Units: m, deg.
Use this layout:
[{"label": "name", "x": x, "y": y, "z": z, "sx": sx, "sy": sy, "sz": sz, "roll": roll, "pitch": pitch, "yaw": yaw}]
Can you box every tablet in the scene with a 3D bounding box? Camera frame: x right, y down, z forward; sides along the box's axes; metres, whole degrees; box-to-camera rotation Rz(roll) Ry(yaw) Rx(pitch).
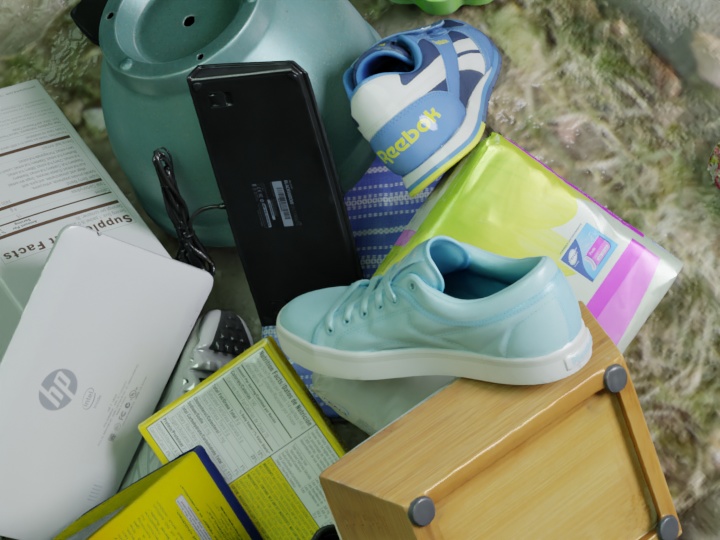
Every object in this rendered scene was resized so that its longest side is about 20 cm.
[{"label": "tablet", "x": -0.176, "y": 0.077, "z": 1.409, "sx": 0.014, "sy": 0.130, "sz": 0.200, "roll": 28, "pitch": 94, "yaw": 44}]

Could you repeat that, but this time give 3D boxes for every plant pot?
[{"label": "plant pot", "x": -0.091, "y": -0.135, "z": 1.487, "sx": 0.200, "sy": 0.134, "sz": 0.201, "roll": -13, "pitch": 53, "yaw": 18}]

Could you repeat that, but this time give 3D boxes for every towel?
[{"label": "towel", "x": 0.000, "y": 0.000, "z": 1.493, "sx": 0.144, "sy": 0.024, "sz": 0.201, "roll": -5, "pitch": 71, "yaw": 22}]

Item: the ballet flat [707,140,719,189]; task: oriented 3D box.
[{"label": "ballet flat", "x": 0.297, "y": -0.048, "z": 1.364, "sx": 0.200, "sy": 0.064, "sz": 0.076, "roll": 25, "pitch": 84, "yaw": 28}]

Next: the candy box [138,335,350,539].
[{"label": "candy box", "x": -0.042, "y": 0.151, "z": 1.408, "sx": 0.102, "sy": 0.026, "sz": 0.200, "roll": -34, "pitch": 90, "yaw": 6}]

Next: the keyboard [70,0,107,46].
[{"label": "keyboard", "x": -0.117, "y": -0.230, "z": 1.622, "sx": 0.200, "sy": 0.040, "sz": 0.104, "roll": -47, "pitch": 39, "yaw": 3}]

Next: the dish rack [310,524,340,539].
[{"label": "dish rack", "x": 0.000, "y": 0.259, "z": 1.312, "sx": 0.153, "sy": 0.055, "sz": 0.200, "roll": 29, "pitch": 42, "yaw": 4}]

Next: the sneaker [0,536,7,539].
[{"label": "sneaker", "x": -0.230, "y": 0.153, "z": 1.465, "sx": 0.115, "sy": 0.075, "sz": 0.200, "roll": 12, "pitch": 42, "yaw": 20}]

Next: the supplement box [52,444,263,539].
[{"label": "supplement box", "x": -0.142, "y": 0.202, "z": 1.321, "sx": 0.109, "sy": 0.200, "sz": 0.110, "roll": -32, "pitch": 93, "yaw": 25}]

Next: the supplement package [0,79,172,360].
[{"label": "supplement package", "x": -0.224, "y": -0.007, "z": 1.498, "sx": 0.120, "sy": 0.121, "sz": 0.200, "roll": -20, "pitch": 59, "yaw": -35}]

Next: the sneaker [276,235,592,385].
[{"label": "sneaker", "x": 0.035, "y": 0.013, "z": 1.288, "sx": 0.200, "sy": 0.082, "sz": 0.074, "roll": 0, "pitch": 31, "yaw": 28}]

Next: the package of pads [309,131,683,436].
[{"label": "package of pads", "x": 0.079, "y": 0.032, "z": 1.392, "sx": 0.154, "sy": 0.068, "sz": 0.200, "roll": 35, "pitch": 87, "yaw": -1}]

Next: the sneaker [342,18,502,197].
[{"label": "sneaker", "x": 0.037, "y": -0.124, "z": 1.437, "sx": 0.082, "sy": 0.200, "sz": 0.074, "roll": 41, "pitch": 112, "yaw": -13}]

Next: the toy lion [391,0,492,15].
[{"label": "toy lion", "x": 0.029, "y": -0.266, "z": 1.538, "sx": 0.199, "sy": 0.069, "sz": 0.192, "roll": -6, "pitch": 75, "yaw": 5}]

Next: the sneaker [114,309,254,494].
[{"label": "sneaker", "x": -0.122, "y": 0.121, "z": 1.474, "sx": 0.081, "sy": 0.075, "sz": 0.201, "roll": 7, "pitch": 80, "yaw": 38}]

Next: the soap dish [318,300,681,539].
[{"label": "soap dish", "x": 0.087, "y": 0.134, "z": 1.294, "sx": 0.200, "sy": 0.158, "sz": 0.081, "roll": -32, "pitch": 26, "yaw": -24}]

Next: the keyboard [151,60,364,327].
[{"label": "keyboard", "x": -0.072, "y": -0.045, "z": 1.433, "sx": 0.127, "sy": 0.200, "sz": 0.021, "roll": -4, "pitch": 36, "yaw": 14}]
